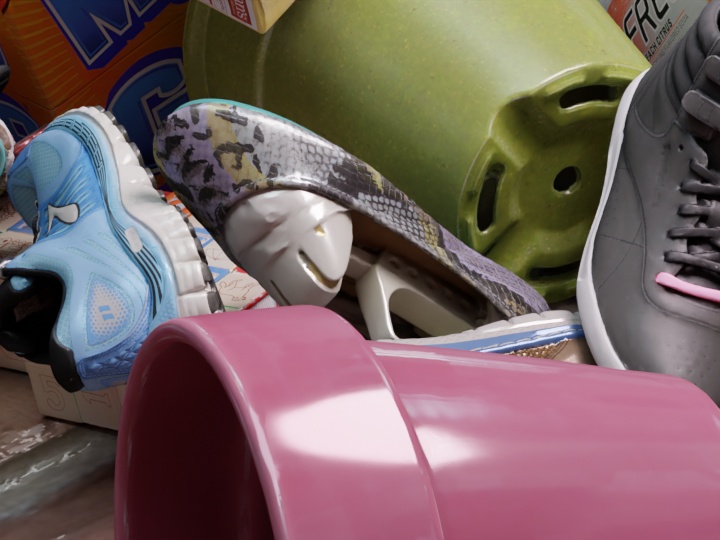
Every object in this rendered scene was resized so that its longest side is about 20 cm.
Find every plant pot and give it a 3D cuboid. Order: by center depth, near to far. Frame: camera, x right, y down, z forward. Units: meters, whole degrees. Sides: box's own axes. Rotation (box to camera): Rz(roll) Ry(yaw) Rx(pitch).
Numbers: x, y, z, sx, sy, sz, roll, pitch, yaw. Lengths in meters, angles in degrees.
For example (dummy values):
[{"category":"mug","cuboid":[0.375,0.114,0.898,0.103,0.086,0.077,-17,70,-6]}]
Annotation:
[{"category":"plant pot","cuboid":[0.029,0.106,0.980,0.179,0.200,0.200,-5,22,-21]},{"category":"plant pot","cuboid":[0.047,-0.081,1.361,0.200,0.200,0.190,-22,40,-19]}]

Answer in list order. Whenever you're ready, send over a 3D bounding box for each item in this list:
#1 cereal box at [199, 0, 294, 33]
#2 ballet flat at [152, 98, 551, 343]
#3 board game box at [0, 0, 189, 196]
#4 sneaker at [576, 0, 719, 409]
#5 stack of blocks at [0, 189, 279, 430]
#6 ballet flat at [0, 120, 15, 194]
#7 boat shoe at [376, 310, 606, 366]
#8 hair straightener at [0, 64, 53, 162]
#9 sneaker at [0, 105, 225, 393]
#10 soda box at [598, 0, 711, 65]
[{"category":"cereal box","cuboid":[-0.080,-0.205,1.348,0.200,0.040,0.144,29,63,24]},{"category":"ballet flat","cuboid":[0.000,0.000,1.219,0.072,0.200,0.072,-47,23,28]},{"category":"board game box","cuboid":[-0.134,-0.163,1.508,0.200,0.200,0.200,-39,38,-21]},{"category":"sneaker","cuboid":[0.141,-0.032,1.189,0.071,0.099,0.200,19,50,-13]},{"category":"stack of blocks","cuboid":[-0.106,0.016,1.348,0.200,0.059,0.115,10,34,39]},{"category":"ballet flat","cuboid":[-0.237,-0.009,1.363,0.200,0.076,0.064,-44,15,11]},{"category":"boat shoe","cuboid":[0.022,0.067,1.172,0.200,0.072,0.072,-18,28,-12]},{"category":"hair straightener","cuboid":[-0.220,-0.047,1.430,0.041,0.077,0.200,-39,1,-41]},{"category":"sneaker","cuboid":[-0.124,-0.007,1.251,0.090,0.079,0.200,-24,26,-11]},{"category":"soda box","cuboid":[0.181,-0.128,1.405,0.068,0.064,0.200,-15,-3,-25]}]
